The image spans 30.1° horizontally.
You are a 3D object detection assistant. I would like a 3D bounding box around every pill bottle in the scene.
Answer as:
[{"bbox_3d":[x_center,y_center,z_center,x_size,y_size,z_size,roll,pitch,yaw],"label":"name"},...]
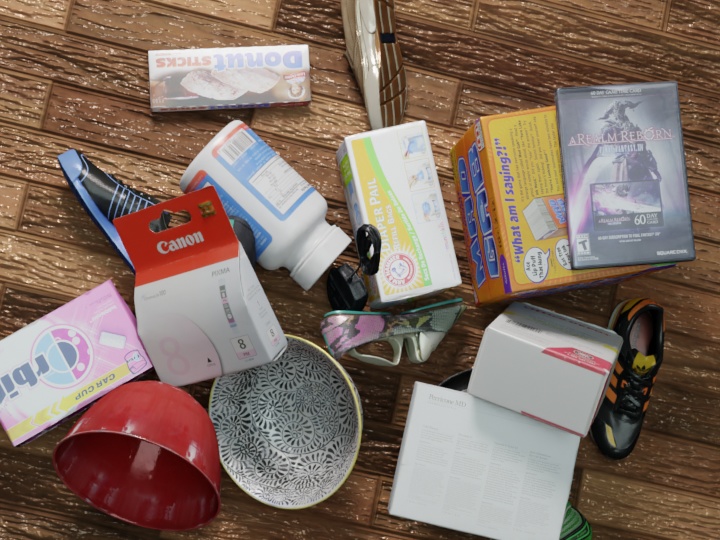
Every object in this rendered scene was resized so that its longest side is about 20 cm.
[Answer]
[{"bbox_3d":[-0.110,-0.073,1.596,0.200,0.112,0.112,44,81,-1],"label":"pill bottle"}]

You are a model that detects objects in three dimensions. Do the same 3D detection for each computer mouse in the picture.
[{"bbox_3d":[0.000,0.000,1.563,0.034,0.200,0.059,-23,72,-23],"label":"computer mouse"}]

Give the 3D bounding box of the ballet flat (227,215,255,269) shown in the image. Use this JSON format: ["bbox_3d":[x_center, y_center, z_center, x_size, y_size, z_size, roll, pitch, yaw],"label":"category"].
[{"bbox_3d":[-0.150,0.036,1.555,0.072,0.073,0.203,-3,117,-7],"label":"ballet flat"}]

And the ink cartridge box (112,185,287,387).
[{"bbox_3d":[-0.191,0.024,1.503,0.161,0.057,0.202,-15,110,31],"label":"ink cartridge box"}]

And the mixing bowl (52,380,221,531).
[{"bbox_3d":[-0.238,0.199,1.529,0.198,0.201,0.109,21,51,-4],"label":"mixing bowl"}]

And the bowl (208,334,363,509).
[{"bbox_3d":[-0.071,0.169,1.568,0.198,0.094,0.204,2,95,24],"label":"bowl"}]

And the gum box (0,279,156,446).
[{"bbox_3d":[-0.341,0.106,1.571,0.198,0.066,0.114,-30,87,-9],"label":"gum box"}]

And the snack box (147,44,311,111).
[{"bbox_3d":[-0.161,-0.237,1.650,0.197,0.024,0.073,-3,83,-7],"label":"snack box"}]

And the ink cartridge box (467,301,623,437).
[{"bbox_3d":[0.218,0.109,1.550,0.143,0.200,0.085,19,103,13],"label":"ink cartridge box"}]

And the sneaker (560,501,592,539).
[{"bbox_3d":[0.213,0.371,1.603,0.085,0.078,0.201,33,81,-3],"label":"sneaker"}]

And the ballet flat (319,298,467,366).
[{"bbox_3d":[0.044,0.078,1.600,0.198,0.069,0.072,-5,77,-30],"label":"ballet flat"}]

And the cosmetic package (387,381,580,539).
[{"bbox_3d":[0.142,0.223,1.531,0.197,0.052,0.153,14,89,-1],"label":"cosmetic package"}]

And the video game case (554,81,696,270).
[{"bbox_3d":[0.294,-0.106,1.492,0.141,0.019,0.203,-4,85,-7],"label":"video game case"}]

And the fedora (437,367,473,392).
[{"bbox_3d":[0.151,0.211,1.604,0.197,0.092,0.204,1,83,-6],"label":"fedora"}]

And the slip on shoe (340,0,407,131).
[{"bbox_3d":[0.010,-0.265,1.659,0.060,0.076,0.203,-6,93,32],"label":"slip on shoe"}]

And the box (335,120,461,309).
[{"bbox_3d":[0.044,-0.064,1.612,0.100,0.112,0.203,-12,87,-8],"label":"box"}]

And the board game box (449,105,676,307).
[{"bbox_3d":[0.233,-0.078,1.591,0.197,0.200,0.203,-9,85,-8],"label":"board game box"}]

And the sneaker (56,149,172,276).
[{"bbox_3d":[-0.278,-0.072,1.601,0.078,0.070,0.201,-38,96,-13],"label":"sneaker"}]

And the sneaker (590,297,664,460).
[{"bbox_3d":[0.327,0.130,1.636,0.069,0.090,0.203,13,82,-5],"label":"sneaker"}]
